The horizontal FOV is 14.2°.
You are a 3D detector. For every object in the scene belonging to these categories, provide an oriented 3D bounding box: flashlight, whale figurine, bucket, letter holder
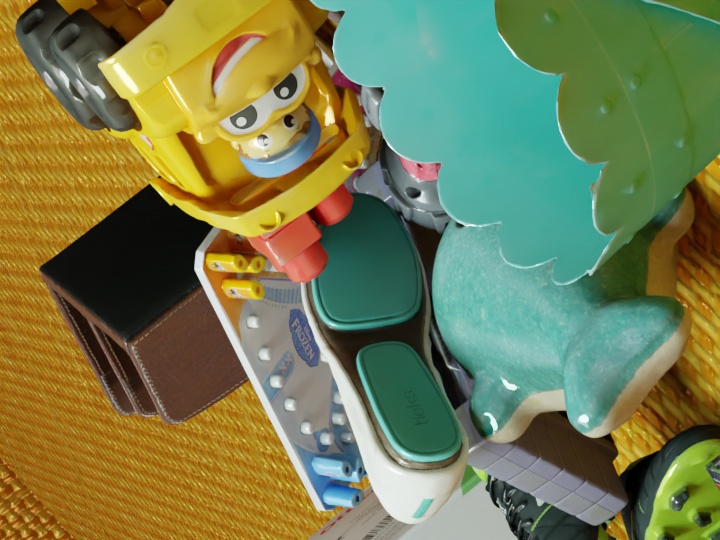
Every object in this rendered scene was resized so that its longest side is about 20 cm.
[{"bbox_3d":[0.036,-0.068,1.429,0.068,0.068,0.200,29,166,11],"label":"flashlight"},{"bbox_3d":[0.097,0.011,1.411,0.104,0.159,0.200,37,-172,-16],"label":"whale figurine"},{"bbox_3d":[0.086,-0.109,1.233,0.207,0.135,0.207,48,164,18],"label":"bucket"},{"bbox_3d":[-0.065,0.008,1.711,0.100,0.200,0.143,35,157,44],"label":"letter holder"}]

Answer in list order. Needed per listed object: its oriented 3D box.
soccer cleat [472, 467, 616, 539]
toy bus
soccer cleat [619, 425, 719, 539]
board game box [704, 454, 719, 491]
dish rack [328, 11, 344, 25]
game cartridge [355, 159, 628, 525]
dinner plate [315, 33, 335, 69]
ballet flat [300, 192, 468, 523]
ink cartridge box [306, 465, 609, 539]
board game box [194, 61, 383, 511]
[{"bbox_3d":[0.100,0.123,1.607,0.068,0.081,0.201,95,177,-52],"label":"soccer cleat"},{"bbox_3d":[-0.060,-0.079,1.415,0.193,0.135,0.200,58,171,-16],"label":"toy bus"},{"bbox_3d":[0.173,0.130,1.613,0.081,0.067,0.200,60,169,28],"label":"soccer cleat"},{"bbox_3d":[0.260,0.133,1.400,0.200,0.062,0.200,59,163,-18],"label":"board game box"},{"bbox_3d":[0.009,-0.160,1.445,0.200,0.044,0.172,36,168,19],"label":"dish rack"},{"bbox_3d":[0.073,0.037,1.565,0.129,0.038,0.201,23,-145,-42],"label":"game cartridge"},{"bbox_3d":[-0.020,-0.094,1.773,0.200,0.024,0.200,48,164,18],"label":"dinner plate"},{"bbox_3d":[0.007,0.048,1.474,0.070,0.069,0.201,70,-178,-47],"label":"ballet flat"},{"bbox_3d":[0.060,0.171,1.895,0.084,0.146,0.200,53,165,-7],"label":"ink cartridge box"},{"bbox_3d":[0.000,0.000,1.623,0.026,0.200,0.201,6,137,35],"label":"board game box"}]
